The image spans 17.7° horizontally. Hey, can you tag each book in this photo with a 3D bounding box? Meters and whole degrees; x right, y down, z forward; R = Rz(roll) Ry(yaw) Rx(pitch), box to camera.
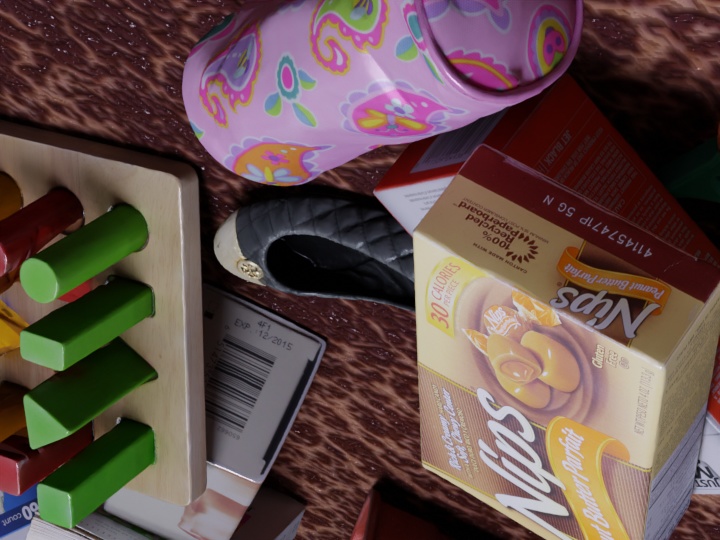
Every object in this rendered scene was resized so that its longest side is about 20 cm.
[{"bbox_3d":[-0.128,0.176,1.559,0.133,0.048,0.200,22,-164,9],"label":"book"}]

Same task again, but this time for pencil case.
[{"bbox_3d":[0.006,-0.090,0.939,0.087,0.088,0.200,35,155,-21],"label":"pencil case"}]

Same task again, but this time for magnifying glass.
[{"bbox_3d":[0.158,-0.042,0.957,0.079,0.022,0.200,22,159,13],"label":"magnifying glass"}]

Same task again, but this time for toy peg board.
[{"bbox_3d":[-0.194,0.031,1.264,0.198,0.098,0.201,14,118,27],"label":"toy peg board"}]

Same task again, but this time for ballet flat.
[{"bbox_3d":[0.000,0.000,1.167,0.199,0.057,0.067,8,151,38],"label":"ballet flat"}]

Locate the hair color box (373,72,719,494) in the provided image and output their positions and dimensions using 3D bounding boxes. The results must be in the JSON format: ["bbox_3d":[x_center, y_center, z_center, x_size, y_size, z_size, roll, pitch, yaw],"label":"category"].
[{"bbox_3d":[0.109,0.011,1.017,0.200,0.061,0.101,48,155,-18],"label":"hair color box"}]

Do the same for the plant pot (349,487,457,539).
[{"bbox_3d":[0.069,0.269,1.526,0.194,0.202,0.201,18,158,-2],"label":"plant pot"}]

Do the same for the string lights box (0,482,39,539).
[{"bbox_3d":[-0.285,0.126,1.561,0.201,0.102,0.059,65,154,3],"label":"string lights box"}]

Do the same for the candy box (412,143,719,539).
[{"bbox_3d":[0.084,0.045,0.968,0.115,0.055,0.200,30,154,20],"label":"candy box"}]

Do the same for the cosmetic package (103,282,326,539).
[{"bbox_3d":[-0.092,0.097,1.420,0.087,0.104,0.200,25,159,-2],"label":"cosmetic package"}]
